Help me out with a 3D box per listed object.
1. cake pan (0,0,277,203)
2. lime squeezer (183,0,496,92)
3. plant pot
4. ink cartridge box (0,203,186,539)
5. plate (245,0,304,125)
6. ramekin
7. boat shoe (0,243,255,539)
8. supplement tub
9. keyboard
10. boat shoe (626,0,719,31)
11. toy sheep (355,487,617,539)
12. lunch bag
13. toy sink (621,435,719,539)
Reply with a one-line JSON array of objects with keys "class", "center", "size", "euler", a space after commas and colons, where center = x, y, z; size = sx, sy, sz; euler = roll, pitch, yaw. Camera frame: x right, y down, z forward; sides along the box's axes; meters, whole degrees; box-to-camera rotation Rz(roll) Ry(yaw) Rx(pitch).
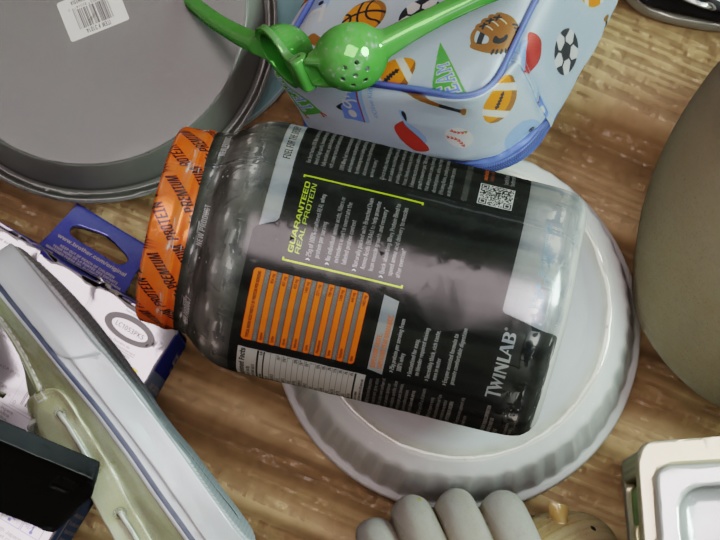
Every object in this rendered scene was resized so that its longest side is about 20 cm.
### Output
[{"class": "cake pan", "center": [-0.145, -0.138, 1.353], "size": [0.200, 0.037, 0.201], "euler": [0, 82, -1]}, {"class": "lime squeezer", "center": [-0.020, -0.121, 1.258], "size": [0.200, 0.038, 0.071], "euler": [0, 62, 32]}, {"class": "plant pot", "center": [0.219, -0.002, 1.302], "size": [0.200, 0.200, 0.134], "euler": [48, 120, 6]}, {"class": "ink cartridge box", "center": [-0.183, 0.059, 1.330], "size": [0.136, 0.076, 0.200], "euler": [30, 84, 3]}, {"class": "plate", "center": [-0.119, -0.163, 1.388], "size": [0.200, 0.026, 0.201], "euler": [0, 82, 1]}, {"class": "ramekin", "center": [0.052, 0.026, 1.327], "size": [0.202, 0.094, 0.203], "euler": [0, 82, -1]}, {"class": "boat shoe", "center": [-0.133, 0.078, 1.258], "size": [0.062, 0.072, 0.200], "euler": [-37, 86, 0]}, {"class": "supplement tub", "center": [0.000, 0.000, 1.214], "size": [0.200, 0.123, 0.123], "euler": [14, 82, 2]}, {"class": "keyboard", "center": [-0.213, 0.060, 1.203], "size": [0.200, 0.104, 0.040], "euler": [24, 55, -19]}, {"class": "boat shoe", "center": [0.241, -0.161, 1.370], "size": [0.200, 0.060, 0.074], "euler": [11, 81, 1]}, {"class": "toy sheep", "center": [0.040, 0.176, 1.285], "size": [0.200, 0.138, 0.138], "euler": [-25, 83, -3]}, {"class": "lunch bag", "center": [0.050, -0.147, 1.320], "size": [0.160, 0.076, 0.200], "euler": [8, 56, 34]}, {"class": "toy sink", "center": [0.192, 0.148, 1.258], "size": [0.112, 0.200, 0.131], "euler": [-4, 83, -1]}]
